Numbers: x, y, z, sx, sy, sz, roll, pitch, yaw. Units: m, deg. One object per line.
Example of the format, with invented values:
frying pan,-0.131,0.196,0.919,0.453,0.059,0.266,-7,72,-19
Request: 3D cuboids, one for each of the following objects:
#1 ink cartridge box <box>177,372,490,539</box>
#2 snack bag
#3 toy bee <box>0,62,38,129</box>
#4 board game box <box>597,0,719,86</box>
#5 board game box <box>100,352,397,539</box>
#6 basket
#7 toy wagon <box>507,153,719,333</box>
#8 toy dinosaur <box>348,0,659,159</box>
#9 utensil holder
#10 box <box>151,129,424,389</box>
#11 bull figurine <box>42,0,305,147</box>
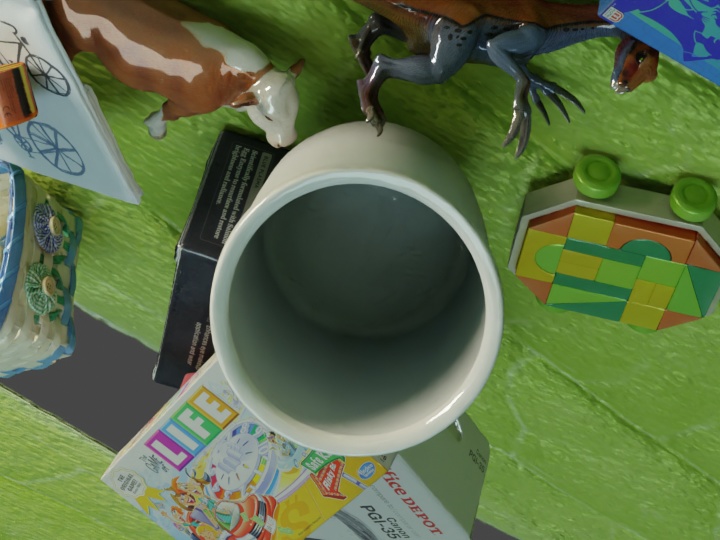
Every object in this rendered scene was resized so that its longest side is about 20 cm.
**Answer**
ink cartridge box,-0.025,0.137,1.207,0.199,0.083,0.147,-9,138,31
snack bag,-0.248,-0.139,1.111,0.188,0.021,0.201,19,146,36
toy bee,-0.290,-0.118,1.090,0.199,0.109,0.132,14,114,19
board game box,0.262,-0.156,0.933,0.199,0.045,0.152,26,144,-16
board game box,-0.080,0.132,1.128,0.134,0.034,0.200,40,131,-7
basket,-0.313,-0.012,1.242,0.139,0.177,0.199,-20,151,39
toy wagon,0.209,-0.008,1.159,0.199,0.040,0.156,13,145,3
toy dinosaur,0.084,-0.143,0.989,0.181,0.105,0.201,-21,122,13
utensil holder,0.000,0.000,1.006,0.169,0.200,0.171,0,105,1
box,-0.040,0.021,1.225,0.199,0.118,0.197,18,146,-3
bull figurine,-0.132,-0.140,1.083,0.199,0.065,0.121,31,149,-14
